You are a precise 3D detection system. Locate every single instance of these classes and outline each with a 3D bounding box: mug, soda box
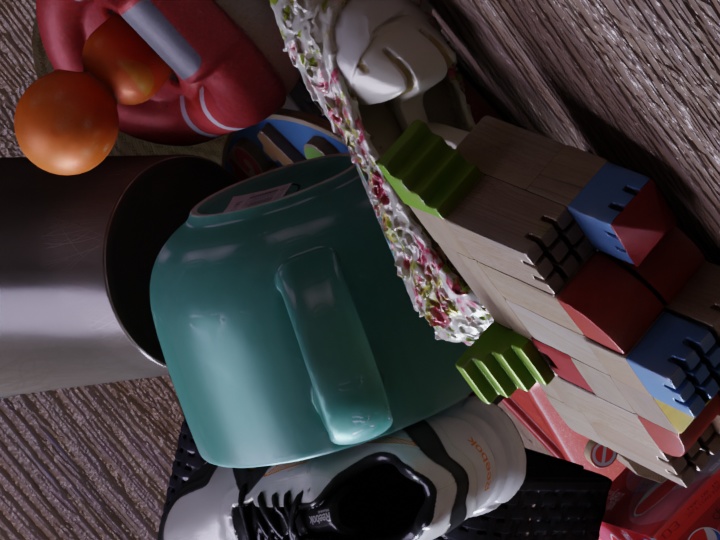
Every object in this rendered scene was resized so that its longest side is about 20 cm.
[{"bbox_3d":[-0.013,0.012,1.283,0.185,0.152,0.115,-3,109,53],"label":"mug"},{"bbox_3d":[0.170,0.127,1.380,0.063,0.070,0.200,46,175,-3],"label":"soda box"}]

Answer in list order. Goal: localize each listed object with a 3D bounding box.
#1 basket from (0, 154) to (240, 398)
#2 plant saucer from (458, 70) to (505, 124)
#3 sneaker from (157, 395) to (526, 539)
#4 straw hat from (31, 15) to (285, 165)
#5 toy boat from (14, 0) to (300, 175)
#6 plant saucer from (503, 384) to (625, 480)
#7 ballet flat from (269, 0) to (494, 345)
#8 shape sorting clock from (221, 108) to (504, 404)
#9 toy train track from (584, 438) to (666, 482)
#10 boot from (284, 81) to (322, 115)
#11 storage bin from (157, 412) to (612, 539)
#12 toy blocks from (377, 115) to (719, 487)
[{"bbox_3d":[-0.154,0.000,1.474,0.180,0.136,0.200,14,168,-40],"label":"basket"},{"bbox_3d":[0.050,-0.049,1.308,0.200,0.037,0.200,48,176,9],"label":"plant saucer"},{"bbox_3d":[-0.023,0.108,1.289,0.080,0.200,0.074,-28,-84,-57],"label":"sneaker"},{"bbox_3d":[-0.087,-0.124,1.580,0.201,0.085,0.201,29,-145,-23],"label":"straw hat"},{"bbox_3d":[-0.118,-0.101,1.358,0.131,0.131,0.200,46,169,-9],"label":"toy boat"},{"bbox_3d":[0.082,0.040,1.633,0.200,0.037,0.200,46,174,32],"label":"plant saucer"},{"bbox_3d":[0.028,-0.062,1.167,0.200,0.076,0.064,62,155,-5],"label":"ballet flat"},{"bbox_3d":[0.000,0.000,1.428,0.200,0.039,0.200,39,151,26],"label":"shape sorting clock"},{"bbox_3d":[0.077,0.029,1.261,0.200,0.033,0.115,52,174,-23],"label":"toy train track"},{"bbox_3d":[-0.028,-0.057,1.747,0.200,0.074,0.096,58,-163,-10],"label":"boot"},{"bbox_3d":[0.011,0.124,1.402,0.200,0.094,0.135,16,-175,33],"label":"storage bin"},{"bbox_3d":[0.110,0.021,1.086,0.137,0.100,0.200,25,158,50],"label":"toy blocks"}]
